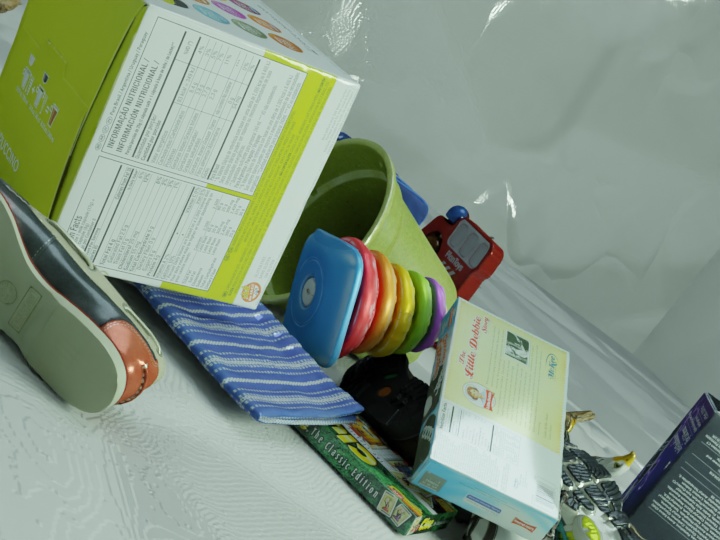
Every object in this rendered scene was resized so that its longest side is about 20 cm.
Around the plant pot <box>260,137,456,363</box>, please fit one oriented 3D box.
[{"bbox_3d":[0.000,0.000,1.294,0.184,0.200,0.201,46,3,-37],"label":"plant pot"}]

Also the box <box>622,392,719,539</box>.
[{"bbox_3d":[0.368,0.252,1.387,0.104,0.201,0.148,38,8,7],"label":"box"}]

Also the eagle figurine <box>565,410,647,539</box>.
[{"bbox_3d":[0.226,0.233,1.265,0.150,0.151,0.202,-8,67,-20],"label":"eagle figurine"}]

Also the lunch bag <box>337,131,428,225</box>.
[{"bbox_3d":[0.006,-0.095,1.859,0.199,0.136,0.132,29,13,-50],"label":"lunch bag"}]

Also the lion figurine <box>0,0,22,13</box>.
[{"bbox_3d":[-0.502,-0.374,1.485,0.198,0.073,0.123,12,38,-40],"label":"lion figurine"}]

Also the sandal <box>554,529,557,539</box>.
[{"bbox_3d":[0.181,0.242,1.169,0.200,0.076,0.043,42,-28,13],"label":"sandal"}]

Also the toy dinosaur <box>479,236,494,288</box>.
[{"bbox_3d":[0.180,-0.009,2.444,0.198,0.107,0.180,-2,-4,38],"label":"toy dinosaur"}]

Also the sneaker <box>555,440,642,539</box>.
[{"bbox_3d":[0.192,0.234,1.107,0.077,0.080,0.201,5,42,-26],"label":"sneaker"}]

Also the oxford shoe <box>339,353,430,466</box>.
[{"bbox_3d":[0.032,0.130,1.138,0.085,0.072,0.200,61,-2,-21],"label":"oxford shoe"}]

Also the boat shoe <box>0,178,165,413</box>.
[{"bbox_3d":[-0.199,0.002,0.768,0.200,0.071,0.062,46,25,10],"label":"boat shoe"}]

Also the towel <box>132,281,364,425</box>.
[{"bbox_3d":[-0.096,0.049,0.995,0.200,0.024,0.144,44,18,28],"label":"towel"}]

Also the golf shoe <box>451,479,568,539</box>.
[{"bbox_3d":[0.131,0.204,1.033,0.077,0.095,0.200,36,11,-21],"label":"golf shoe"}]

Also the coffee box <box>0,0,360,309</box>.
[{"bbox_3d":[-0.158,-0.120,0.973,0.196,0.202,0.200,14,21,-39],"label":"coffee box"}]

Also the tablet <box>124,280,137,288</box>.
[{"bbox_3d":[-0.210,-0.022,1.046,0.199,0.014,0.130,34,10,-33],"label":"tablet"}]

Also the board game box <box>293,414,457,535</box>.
[{"bbox_3d":[-0.011,0.138,1.023,0.200,0.024,0.105,42,12,21],"label":"board game box"}]

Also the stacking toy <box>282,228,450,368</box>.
[{"bbox_3d":[0.038,0.039,1.138,0.198,0.111,0.116,14,7,-27],"label":"stacking toy"}]

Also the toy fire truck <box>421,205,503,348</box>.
[{"bbox_3d":[0.108,-0.001,1.699,0.112,0.169,0.200,33,10,-26],"label":"toy fire truck"}]

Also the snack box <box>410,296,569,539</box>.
[{"bbox_3d":[0.112,0.118,1.037,0.115,0.037,0.201,27,38,-8],"label":"snack box"}]
